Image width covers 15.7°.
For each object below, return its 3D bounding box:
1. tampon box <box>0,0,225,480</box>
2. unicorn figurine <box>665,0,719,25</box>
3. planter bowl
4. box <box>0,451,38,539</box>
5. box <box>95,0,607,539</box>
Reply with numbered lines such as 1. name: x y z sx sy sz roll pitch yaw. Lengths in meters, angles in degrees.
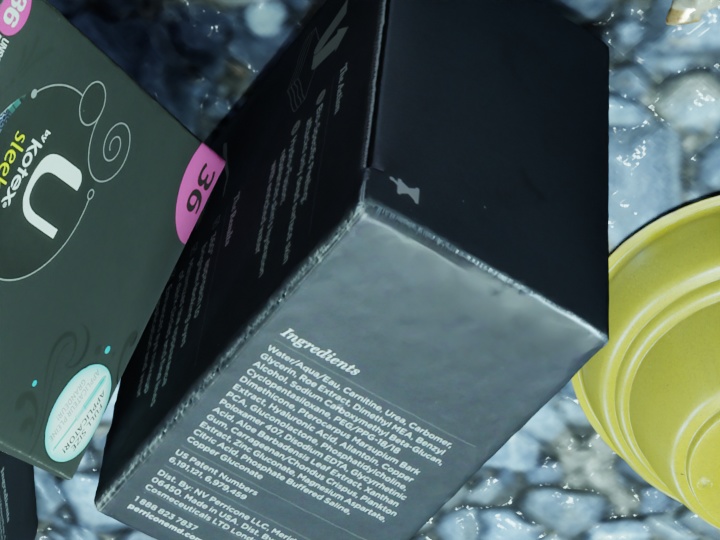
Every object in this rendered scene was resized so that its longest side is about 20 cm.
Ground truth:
1. tampon box: -0.167 -0.029 0.997 0.126 0.150 0.200 22 172 25
2. unicorn figurine: 0.128 -0.174 0.992 0.200 0.074 0.137 35 127 18
3. planter bowl: 0.195 0.065 1.190 0.200 0.083 0.200 3 130 3
4. box: -0.266 0.141 1.225 0.197 0.200 0.117 3 129 4
5. box: 0.000 0.000 1.073 0.117 0.197 0.200 29 126 -17
